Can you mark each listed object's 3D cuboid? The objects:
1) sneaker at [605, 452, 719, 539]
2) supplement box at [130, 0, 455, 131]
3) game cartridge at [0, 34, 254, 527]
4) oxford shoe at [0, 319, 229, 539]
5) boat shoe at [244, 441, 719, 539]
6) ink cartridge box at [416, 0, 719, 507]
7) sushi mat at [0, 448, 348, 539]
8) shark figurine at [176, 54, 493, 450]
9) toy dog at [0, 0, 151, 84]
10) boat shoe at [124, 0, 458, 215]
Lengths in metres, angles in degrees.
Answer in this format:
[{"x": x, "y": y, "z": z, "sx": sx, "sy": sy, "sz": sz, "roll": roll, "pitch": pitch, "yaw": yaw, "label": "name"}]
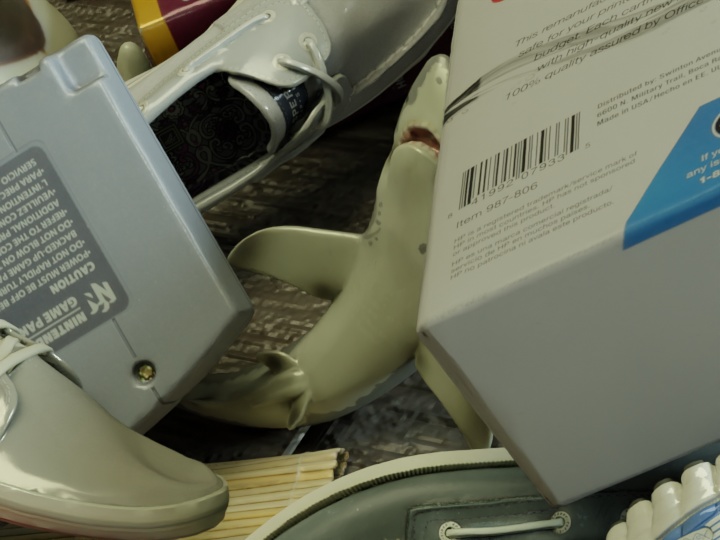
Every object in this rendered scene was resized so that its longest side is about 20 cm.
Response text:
[{"x": 0.065, "y": 0.133, "z": 0.795, "sx": 0.200, "sy": 0.079, "sz": 0.089, "roll": -37, "pitch": 46, "yaw": 26, "label": "sneaker"}, {"x": 0.005, "y": -0.135, "z": 1.142, "sx": 0.200, "sy": 0.086, "sz": 0.110, "roll": -23, "pitch": 40, "yaw": 3, "label": "supplement box"}, {"x": -0.143, "y": 0.024, "z": 0.984, "sx": 0.200, "sy": 0.133, "sz": 0.042, "roll": -31, "pitch": 0, "yaw": 12, "label": "game cartridge"}, {"x": -0.135, "y": 0.038, "z": 0.928, "sx": 0.200, "sy": 0.058, "sz": 0.075, "roll": 21, "pitch": 13, "yaw": 16, "label": "oxford shoe"}, {"x": 0.045, "y": 0.099, "z": 0.876, "sx": 0.200, "sy": 0.073, "sz": 0.062, "roll": -15, "pitch": 36, "yaw": 3, "label": "boat shoe"}, {"x": 0.104, "y": -0.041, "z": 0.865, "sx": 0.144, "sy": 0.084, "sz": 0.200, "roll": -25, "pitch": 29, "yaw": 22, "label": "ink cartridge box"}, {"x": -0.106, "y": 0.107, "z": 0.988, "sx": 0.200, "sy": 0.012, "sz": 0.096, "roll": -7, "pitch": 43, "yaw": 20, "label": "sushi mat"}, {"x": -0.007, "y": 0.019, "z": 1.007, "sx": 0.214, "sy": 0.128, "sz": 0.089, "roll": -28, "pitch": -2, "yaw": 37, "label": "shark figurine"}, {"x": -0.199, "y": -0.105, "z": 1.121, "sx": 0.194, "sy": 0.200, "sz": 0.140, "roll": 4, "pitch": 48, "yaw": 31, "label": "toy dog"}, {"x": -0.040, "y": -0.069, "z": 1.053, "sx": 0.200, "sy": 0.072, "sz": 0.069, "roll": -28, "pitch": 26, "yaw": -4, "label": "boat shoe"}]
